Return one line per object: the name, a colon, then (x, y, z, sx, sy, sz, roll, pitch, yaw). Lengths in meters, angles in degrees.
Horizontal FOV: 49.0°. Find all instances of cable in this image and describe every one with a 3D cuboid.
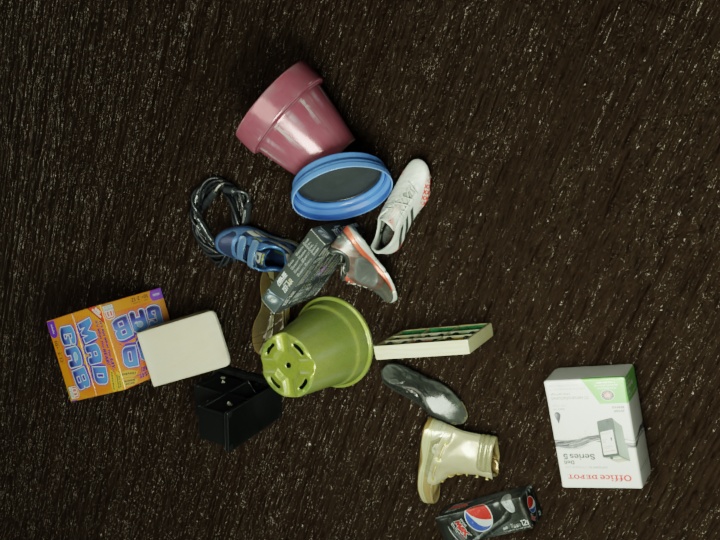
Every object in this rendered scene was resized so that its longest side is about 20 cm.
cable: (-0.322, -0.104, 1.776, 0.162, 0.051, 0.202, 19, 111, 24)

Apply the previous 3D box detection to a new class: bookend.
bookend: (-0.310, 0.301, 1.772, 0.198, 0.198, 0.093, 10, 108, 29)

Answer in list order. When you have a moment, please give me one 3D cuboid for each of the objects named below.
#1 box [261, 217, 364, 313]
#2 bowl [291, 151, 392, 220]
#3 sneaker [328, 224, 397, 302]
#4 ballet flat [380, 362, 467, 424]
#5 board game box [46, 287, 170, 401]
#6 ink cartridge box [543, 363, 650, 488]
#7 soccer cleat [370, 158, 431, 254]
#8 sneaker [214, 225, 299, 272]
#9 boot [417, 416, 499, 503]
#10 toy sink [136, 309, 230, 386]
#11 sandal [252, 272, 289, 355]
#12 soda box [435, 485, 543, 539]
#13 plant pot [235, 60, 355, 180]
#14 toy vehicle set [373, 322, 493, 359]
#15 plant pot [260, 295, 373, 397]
box: (-0.095, -0.010, 1.601, 0.044, 0.160, 0.201, 46, 120, 14)
bowl: (-0.038, -0.161, 1.519, 0.199, 0.200, 0.040, -28, 63, 31)
sneaker: (0.000, 0.000, 1.549, 0.082, 0.077, 0.201, -37, 122, -1)
ballet flat: (0.131, 0.245, 1.600, 0.199, 0.057, 0.067, 31, 87, 16)
board game box: (-0.588, 0.176, 1.905, 0.198, 0.199, 0.202, -15, 93, 31)
ink cartridge box: (0.422, 0.278, 1.406, 0.144, 0.084, 0.203, -8, 97, 31)
soccer cleat: (0.076, -0.118, 1.520, 0.068, 0.085, 0.202, 33, 116, 20)
sneaker: (-0.223, -0.044, 1.689, 0.197, 0.082, 0.075, 11, 112, 9)
boot: (0.196, 0.395, 1.572, 0.154, 0.073, 0.202, 10, 115, 18)
toy sink: (-0.390, 0.170, 1.827, 0.198, 0.112, 0.132, -17, 93, 12)
sandal: (-0.189, 0.089, 1.745, 0.079, 0.054, 0.203, 5, 89, 23)
soda box: (0.252, 0.484, 1.558, 0.199, 0.071, 0.064, -26, 85, 31)
plant pot: (-0.115, -0.274, 1.548, 0.179, 0.200, 0.200, 44, 120, -3)
toy vehicle set: (0.141, 0.136, 1.516, 0.198, 0.124, 0.027, -8, 97, 31)
plant pot: (-0.102, 0.171, 1.630, 0.198, 0.184, 0.203, 7, 103, 28)
